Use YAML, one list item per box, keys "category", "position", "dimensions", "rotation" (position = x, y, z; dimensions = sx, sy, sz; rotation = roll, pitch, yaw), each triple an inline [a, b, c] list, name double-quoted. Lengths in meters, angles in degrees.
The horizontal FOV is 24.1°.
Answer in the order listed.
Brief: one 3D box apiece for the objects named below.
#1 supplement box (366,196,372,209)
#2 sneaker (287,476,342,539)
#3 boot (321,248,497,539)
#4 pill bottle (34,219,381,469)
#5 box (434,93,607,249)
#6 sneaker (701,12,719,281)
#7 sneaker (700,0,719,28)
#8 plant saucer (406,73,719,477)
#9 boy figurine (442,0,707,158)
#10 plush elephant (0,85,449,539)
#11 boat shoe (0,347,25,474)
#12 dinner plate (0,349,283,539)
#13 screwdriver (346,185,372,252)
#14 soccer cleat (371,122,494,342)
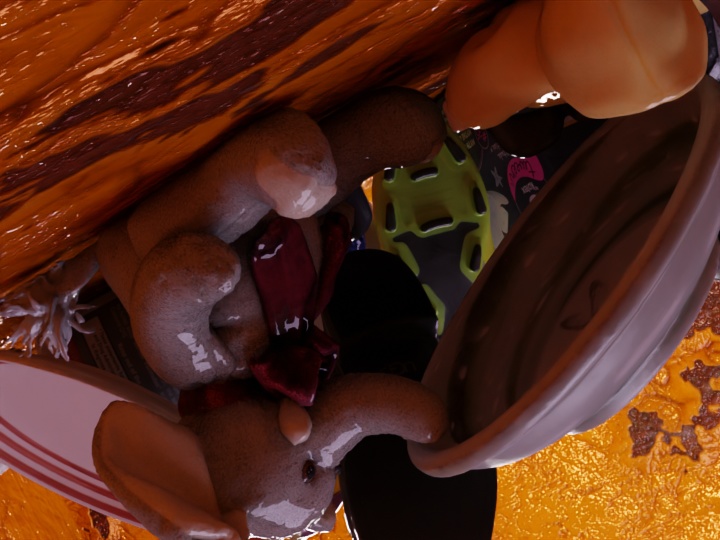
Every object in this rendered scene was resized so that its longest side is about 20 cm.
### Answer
- category: "supplement box"
  position: [-0.084, 0.020, 1.095]
  dimensions: [0.199, 0.074, 0.126]
  rotation: [-28, 179, -11]
- category: "sneaker"
  position: [-0.011, 0.076, 1.023]
  dimensions: [0.090, 0.075, 0.201]
  rotation: [-35, -159, 30]
- category: "boot"
  position: [0.019, 0.105, 0.841]
  dimensions: [0.069, 0.201, 0.175]
  rotation: [-7, 143, -6]
- category: "pill bottle"
  position: [-0.073, 0.036, 0.962]
  dimensions: [0.199, 0.116, 0.116]
  rotation: [-28, 179, -4]
- category: "box"
  position: [0.120, -0.070, 0.939]
  dimensions: [0.132, 0.115, 0.200]
  rotation: [-28, 180, -16]
- category: "sneaker"
  position: [0.159, -0.079, 0.777]
  dimensions: [0.077, 0.201, 0.078]
  rotation: [-15, -143, -12]
- category: "sneaker"
  position: [0.172, -0.123, 0.521]
  dimensions: [0.199, 0.082, 0.077]
  rotation: [-28, 179, -18]
- category: "plant saucer"
  position: [0.097, 0.011, 0.702]
  dimensions: [0.201, 0.050, 0.200]
  rotation: [-52, -170, 14]
- category: "boy figurine"
  position: [0.091, -0.089, 0.650]
  dimensions: [0.124, 0.065, 0.200]
  rotation: [-27, -177, -4]
- category: "plush elephant"
  position: [-0.038, 0.037, 0.682]
  dimensions: [0.199, 0.156, 0.165]
  rotation: [-29, 179, 17]
- category: "boat shoe"
  position: [-0.265, 0.109, 0.978]
  dimensions: [0.201, 0.072, 0.060]
  rotation: [-40, -139, -2]
- category: "dinner plate"
  position: [-0.125, 0.085, 0.839]
  dimensions: [0.200, 0.199, 0.024]
  rotation: [-29, -147, 59]
- category: "screwdriver"
  position: [0.000, 0.000, 0.877]
  dimensions: [0.029, 0.028, 0.201]
  rotation: [-22, 145, -4]
- category: "soccer cleat"
  position: [0.049, 0.003, 0.931]
  dimensions: [0.064, 0.201, 0.084]
  rotation: [-22, -159, -2]
